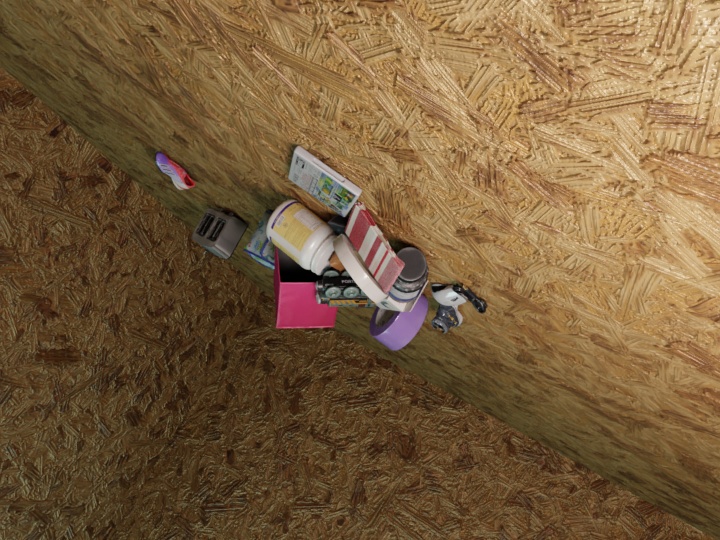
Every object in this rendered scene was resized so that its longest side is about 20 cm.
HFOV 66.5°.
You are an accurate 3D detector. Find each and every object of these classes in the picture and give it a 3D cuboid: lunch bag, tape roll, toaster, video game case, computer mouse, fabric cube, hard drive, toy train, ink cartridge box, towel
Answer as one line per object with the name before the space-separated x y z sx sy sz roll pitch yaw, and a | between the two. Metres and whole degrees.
lunch bag | -0.280 -0.092 1.883 0.197 0.173 0.127 23 168 34
tape roll | 0.118 0.141 1.724 0.084 0.203 0.199 35 167 -17
toaster | -0.605 -0.157 2.349 0.178 0.203 0.118 22 169 37
video game case | -0.092 -0.212 1.345 0.180 0.022 0.200 34 166 -5
computer mouse | 0.255 0.075 1.516 0.109 0.044 0.199 36 166 -19
fabric cube | -0.170 0.038 1.718 0.191 0.203 0.202 -1 135 -13
hard drive | 0.007 -0.080 1.541 0.133 0.043 0.200 20 161 43
toy train | -0.035 0.059 1.579 0.194 0.087 0.115 -2 141 -13
ink cartridge box | 0.106 0.052 1.616 0.067 0.119 0.199 37 166 -19
towel | 0.031 -0.056 1.369 0.202 0.022 0.145 57 154 15
tape roll | 0.000 -0.005 1.447 0.204 0.037 0.203 51 -171 -11

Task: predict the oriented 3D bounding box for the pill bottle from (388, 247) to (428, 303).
pill bottle | 0.121 0.011 1.448 0.110 0.113 0.200 30 166 7

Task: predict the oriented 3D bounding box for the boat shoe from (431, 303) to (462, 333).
boat shoe | 0.259 0.153 1.680 0.070 0.092 0.201 25 165 25

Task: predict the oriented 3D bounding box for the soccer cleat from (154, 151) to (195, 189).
soccer cleat | -0.711 -0.384 2.106 0.071 0.070 0.201 0 151 19

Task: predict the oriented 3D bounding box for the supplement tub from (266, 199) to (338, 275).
supplement tub | -0.162 -0.096 1.599 0.198 0.146 0.146 37 169 17

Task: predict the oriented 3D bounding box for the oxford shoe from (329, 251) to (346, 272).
oxford shoe | -0.035 -0.021 1.626 0.072 0.071 0.199 58 -166 24
